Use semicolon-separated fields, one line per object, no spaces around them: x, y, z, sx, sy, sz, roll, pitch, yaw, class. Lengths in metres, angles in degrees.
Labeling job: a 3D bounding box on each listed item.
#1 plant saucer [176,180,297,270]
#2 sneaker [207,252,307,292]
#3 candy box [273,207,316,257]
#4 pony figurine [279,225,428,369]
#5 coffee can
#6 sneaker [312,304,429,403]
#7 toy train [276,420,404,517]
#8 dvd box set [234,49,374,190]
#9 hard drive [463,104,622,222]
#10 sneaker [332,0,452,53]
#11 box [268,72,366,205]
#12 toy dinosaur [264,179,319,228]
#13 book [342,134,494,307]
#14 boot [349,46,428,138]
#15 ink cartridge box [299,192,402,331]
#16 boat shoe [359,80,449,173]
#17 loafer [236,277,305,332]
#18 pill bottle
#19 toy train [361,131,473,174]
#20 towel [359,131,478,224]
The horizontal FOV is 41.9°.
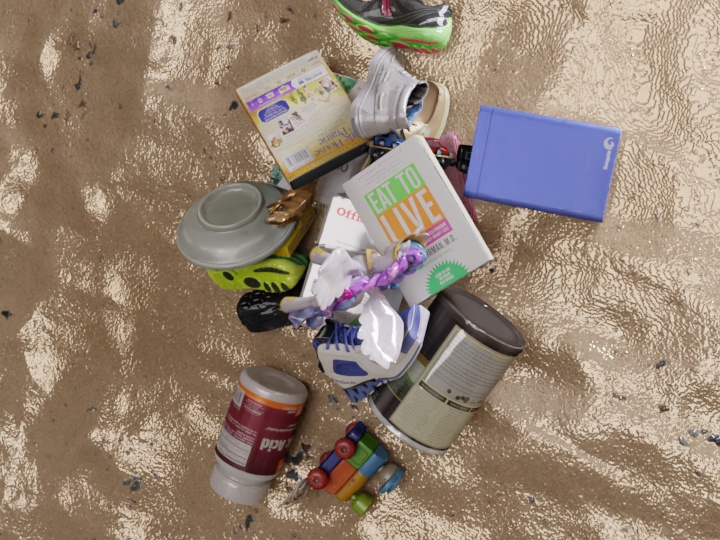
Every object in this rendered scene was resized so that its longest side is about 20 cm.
-0.200;-0.086;1.484;0.199;0.201;0.050;11;140;24;plant saucer
-0.173;-0.009;1.530;0.199;0.084;0.074;11;117;28;sneaker
-0.181;-0.076;1.524;0.199;0.102;0.027;9;135;24;candy box
-0.012;0.023;1.252;0.199;0.193;0.167;-14;126;42;pony figurine
0.123;0.144;1.361;0.146;0.146;0.200;39;107;18;coffee can
-0.001;0.107;1.320;0.115;0.081;0.199;32;133;-15;sneaker
-0.030;0.345;1.482;0.116;0.085;0.200;41;108;4;toy train
-0.084;-0.229;1.413;0.146;0.029;0.200;-29;62;-6;dvd box set
0.256;-0.151;1.331;0.199;0.025;0.133;12;97;10;hard drive
0.051;-0.387;1.425;0.199;0.077;0.084;20;82;20;sneaker
-0.053;-0.210;1.481;0.144;0.036;0.201;21;97;27;box
-0.084;-0.117;1.430;0.060;0.200;0.106;40;141;-12;toy dinosaur
0.078;-0.068;1.311;0.133;0.048;0.201;-32;83;18;book
0.057;-0.262;1.369;0.095;0.201;0.074;-2;134;24;boot
0.000;0.000;1.403;0.145;0.084;0.201;19;100;4;ink cartridge box
0.065;-0.197;1.403;0.074;0.066;0.201;29;92;32;boat shoe
-0.101;0.057;1.513;0.199;0.068;0.071;-12;126;16;loafer
-0.168;0.267;1.518;0.114;0.114;0.201;24;102;22;pill bottle
0.100;-0.171;1.365;0.199;0.034;0.046;6;102;-12;toy train
0.073;-0.115;1.444;0.199;0.023;0.145;-16;85;25;towel
